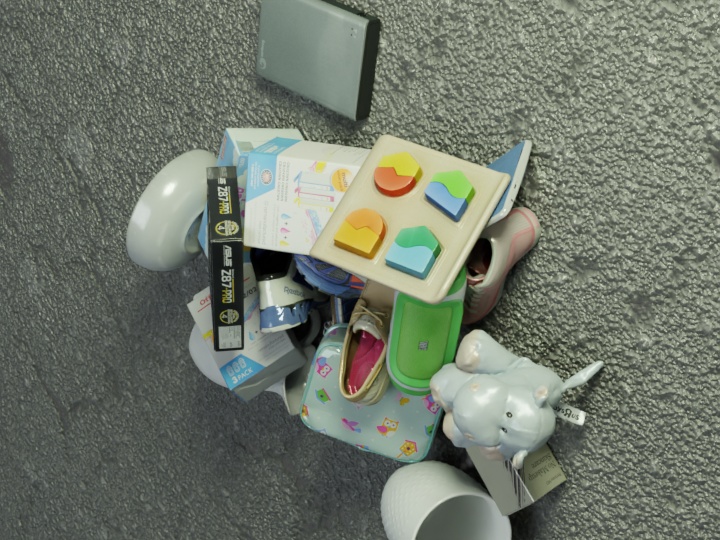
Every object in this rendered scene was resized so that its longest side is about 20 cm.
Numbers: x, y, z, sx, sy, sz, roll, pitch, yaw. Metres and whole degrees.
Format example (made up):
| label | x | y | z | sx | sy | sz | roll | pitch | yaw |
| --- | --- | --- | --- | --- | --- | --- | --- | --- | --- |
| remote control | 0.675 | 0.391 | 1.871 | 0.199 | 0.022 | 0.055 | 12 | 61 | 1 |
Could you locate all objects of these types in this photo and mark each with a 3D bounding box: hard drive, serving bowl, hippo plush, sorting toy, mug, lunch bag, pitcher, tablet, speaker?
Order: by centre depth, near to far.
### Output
| label | x | y | z | sx | sy | sz | roll | pitch | yaw |
| --- | --- | --- | --- | --- | --- | --- | --- | --- | --- |
| sorting toy | 0.055 | -0.068 | 1.515 | 0.199 | 0.186 | 0.037 | 20 | 159 | 31 |
| hippo plush | 0.175 | 0.179 | 1.516 | 0.198 | 0.161 | 0.161 | 16 | 109 | 2 |
| tablet | 0.132 | -0.074 | 1.575 | 0.014 | 0.131 | 0.200 | 36 | 141 | -17 |
| speaker | 0.080 | 0.064 | 1.576 | 0.088 | 0.088 | 0.201 | 38 | 143 | 29 |
| hard drive | -0.061 | -0.303 | 1.736 | 0.199 | 0.033 | 0.141 | 29 | 126 | 35 |
| mug | 0.090 | 0.358 | 1.736 | 0.201 | 0.147 | 0.175 | -60 | 24 | 2 |
| lunch bag | 0.026 | 0.165 | 1.756 | 0.198 | 0.077 | 0.162 | 18 | 115 | 5 |
| serving bowl | -0.259 | -0.078 | 1.916 | 0.066 | 0.200 | 0.201 | 34 | 129 | 21 |
| pitcher | -0.156 | 0.108 | 1.958 | 0.199 | 0.121 | 0.173 | 20 | 100 | 27 |

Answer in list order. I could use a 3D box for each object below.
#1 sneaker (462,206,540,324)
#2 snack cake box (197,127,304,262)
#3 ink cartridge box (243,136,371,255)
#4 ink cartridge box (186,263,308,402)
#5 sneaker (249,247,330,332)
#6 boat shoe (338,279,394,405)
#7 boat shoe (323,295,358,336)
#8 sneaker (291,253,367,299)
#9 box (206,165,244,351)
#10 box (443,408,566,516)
| label | x | y | z | sx | sy | sz | roll | pitch | yaw |
| --- | --- | --- | --- | --- | --- | --- | --- | --- | --- |
| sneaker | 0.140 | 0.005 | 1.604 | 0.075 | 0.104 | 0.201 | 48 | 135 | 16 |
| snack cake box | -0.154 | -0.106 | 1.843 | 0.067 | 0.114 | 0.201 | 60 | 143 | 40 |
| ink cartridge box | -0.038 | -0.093 | 1.679 | 0.198 | 0.125 | 0.130 | 8 | 106 | 13 |
| ink cartridge box | -0.176 | 0.076 | 1.883 | 0.201 | 0.115 | 0.068 | 58 | -177 | 28 |
| sneaker | -0.100 | 0.005 | 1.794 | 0.080 | 0.199 | 0.116 | -8 | 102 | 13 |
| boat shoe | 0.018 | 0.077 | 1.660 | 0.073 | 0.069 | 0.202 | 11 | 90 | 24 |
| boat shoe | -0.018 | 0.093 | 1.826 | 0.072 | 0.072 | 0.202 | 3 | 108 | 47 |
| sneaker | 0.000 | 0.000 | 1.732 | 0.199 | 0.075 | 0.079 | 22 | 105 | -8 |
| box | -0.185 | -0.015 | 1.749 | 0.162 | 0.049 | 0.201 | -103 | 12 | -49 |
| box | 0.178 | 0.209 | 1.666 | 0.068 | 0.082 | 0.201 | -37 | 80 | 45 |
